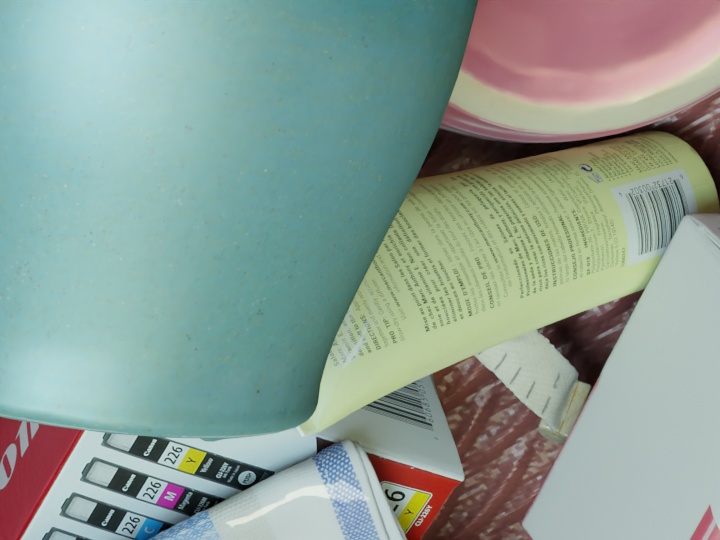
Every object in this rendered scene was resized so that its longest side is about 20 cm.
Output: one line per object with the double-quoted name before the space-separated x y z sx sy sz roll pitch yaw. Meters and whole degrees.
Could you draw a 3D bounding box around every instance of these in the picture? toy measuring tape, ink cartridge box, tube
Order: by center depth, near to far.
"tube" 0.033 -0.004 0.902 0.200 0.058 0.052 -16 118 -44
"toy measuring tape" 0.000 0.000 0.951 0.073 0.074 0.200 -36 133 15
"ink cartridge box" 0.176 0.058 0.984 0.199 0.085 0.146 0 129 -35
"ink cartridge box" -0.092 0.094 0.987 0.175 0.084 0.200 18 122 -23

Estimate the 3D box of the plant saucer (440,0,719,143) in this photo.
"plant saucer" 0.070 -0.118 0.884 0.200 0.051 0.201 -6 128 -8

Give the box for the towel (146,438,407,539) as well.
"towel" -0.061 0.152 0.941 0.199 0.024 0.147 -28 127 -8

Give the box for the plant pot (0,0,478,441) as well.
"plant pot" -0.062 -0.059 0.761 0.199 0.200 0.189 6 98 -17
